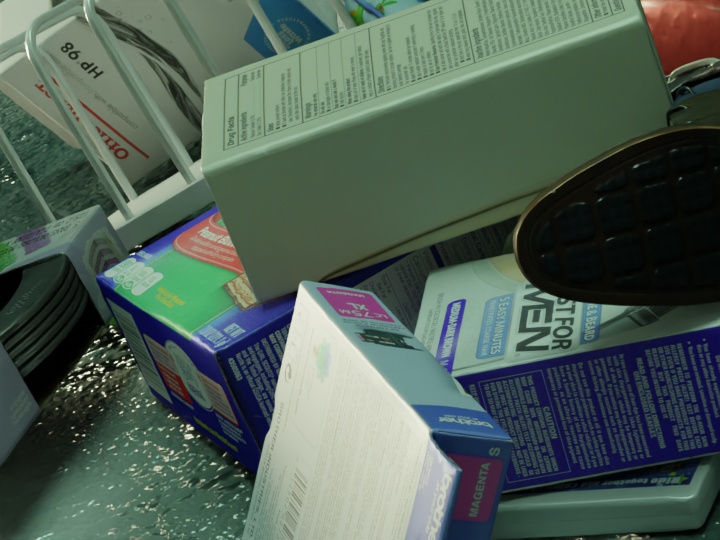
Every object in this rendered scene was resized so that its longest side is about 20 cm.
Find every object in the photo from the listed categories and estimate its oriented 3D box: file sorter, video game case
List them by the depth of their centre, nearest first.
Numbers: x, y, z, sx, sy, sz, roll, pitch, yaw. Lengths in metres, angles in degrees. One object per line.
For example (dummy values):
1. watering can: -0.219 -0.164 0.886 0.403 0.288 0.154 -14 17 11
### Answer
1. video game case: 0.105 0.054 1.252 0.142 0.018 0.200 -5 27 26
2. file sorter: -0.113 -0.090 1.490 0.200 0.125 0.139 -29 7 36

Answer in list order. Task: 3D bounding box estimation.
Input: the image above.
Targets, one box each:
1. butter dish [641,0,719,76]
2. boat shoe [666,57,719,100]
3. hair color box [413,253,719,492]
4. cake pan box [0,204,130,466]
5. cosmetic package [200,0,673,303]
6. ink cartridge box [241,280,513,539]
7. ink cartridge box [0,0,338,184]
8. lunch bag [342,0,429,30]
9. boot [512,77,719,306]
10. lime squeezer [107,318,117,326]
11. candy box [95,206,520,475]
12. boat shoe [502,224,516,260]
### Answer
1. butter dish: 0.215 -0.141 1.434 0.200 0.148 0.199 -33 27 -30
2. boat shoe: 0.162 -0.062 1.345 0.199 0.074 0.060 -14 -5 42
3. hair color box: 0.123 0.029 1.194 0.199 0.065 0.109 -10 24 13
4. cake pan box: -0.218 0.055 1.398 0.199 0.052 0.184 -18 23 30
5. cosmetic package: 0.034 -0.067 1.266 0.199 0.073 0.104 -19 26 8
6. ink cartridge box: 0.007 0.093 1.114 0.042 0.120 0.200 8 16 -19
7. ink cartridge box: -0.124 -0.129 1.630 0.200 0.116 0.067 -34 38 23
8. lunch bag: 0.081 -0.144 1.612 0.160 0.083 0.200 -23 23 -9
9. boot: 0.143 -0.034 1.170 0.199 0.075 0.097 -16 11 -15
10. lime squeezer: -0.078 0.012 1.464 0.199 0.038 0.071 -17 -7 5
11. candy box: 0.000 0.000 1.342 0.199 0.077 0.169 -30 22 -16
12. boat shoe: 0.162 -0.021 1.266 0.200 0.072 0.061 -6 26 5
